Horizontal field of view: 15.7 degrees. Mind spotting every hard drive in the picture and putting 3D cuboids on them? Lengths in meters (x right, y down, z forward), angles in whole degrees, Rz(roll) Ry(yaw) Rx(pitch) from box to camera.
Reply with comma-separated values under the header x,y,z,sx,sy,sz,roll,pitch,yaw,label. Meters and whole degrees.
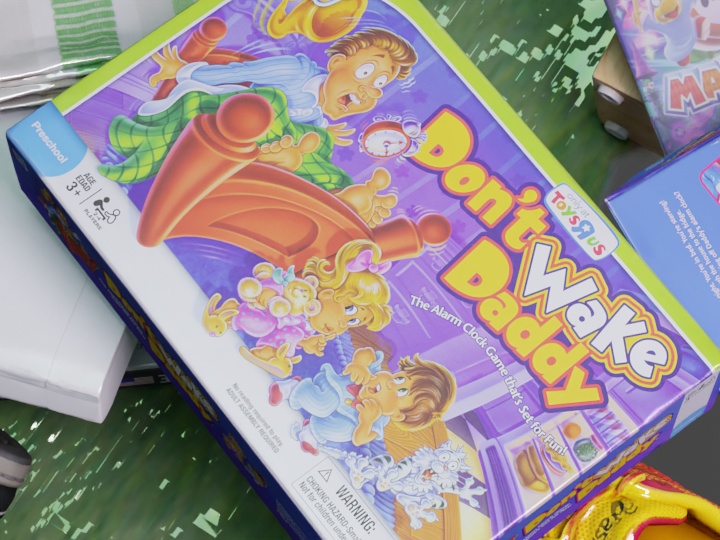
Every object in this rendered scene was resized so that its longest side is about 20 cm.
x,y,z,sx,sy,sz,roll,pitch,yaw,label
-0.161,-0.031,0.903,0.199,0.026,0.132,15,55,7,hard drive

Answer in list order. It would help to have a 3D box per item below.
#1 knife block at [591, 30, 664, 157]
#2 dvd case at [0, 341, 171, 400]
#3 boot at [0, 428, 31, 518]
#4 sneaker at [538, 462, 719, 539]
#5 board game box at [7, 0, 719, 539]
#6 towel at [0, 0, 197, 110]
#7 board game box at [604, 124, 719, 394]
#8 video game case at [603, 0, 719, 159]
x,y,z,sx,sy,sz,roll,pitch,yaw,label
0.165,-0.111,0.928,0.199,0.064,0.176,30,85,13,knife block
-0.092,-0.055,0.951,0.149,0.025,0.201,-6,69,0,dvd case
-0.222,0.096,0.868,0.202,0.073,0.155,16,87,4,boot
0.069,0.078,0.871,0.199,0.077,0.073,24,74,11,sneaker
0.000,0.000,0.833,0.134,0.045,0.200,-36,73,-14,board game box
-0.121,-0.118,0.933,0.198,0.023,0.153,-12,55,-9,towel
0.187,0.027,0.834,0.134,0.045,0.201,-30,92,28,board game box
0.174,-0.036,0.857,0.142,0.018,0.201,-19,96,28,video game case
